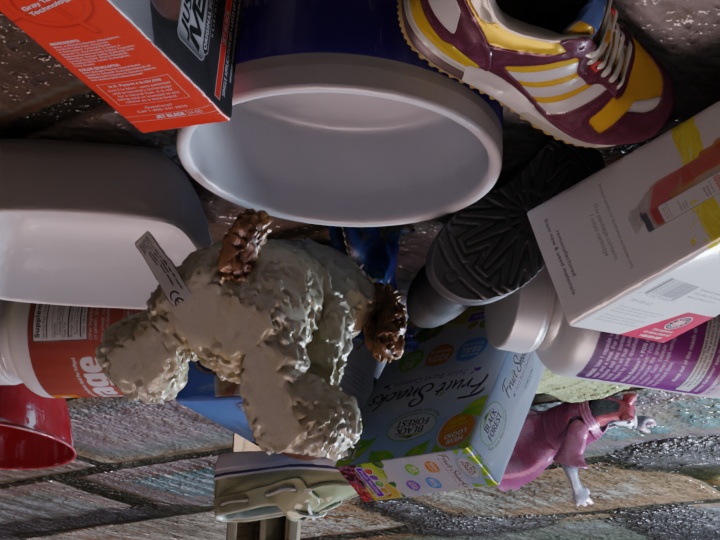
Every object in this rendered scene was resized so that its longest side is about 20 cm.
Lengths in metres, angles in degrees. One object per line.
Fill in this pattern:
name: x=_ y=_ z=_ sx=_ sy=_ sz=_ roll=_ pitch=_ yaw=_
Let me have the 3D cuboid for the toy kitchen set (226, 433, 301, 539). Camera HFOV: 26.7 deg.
toy kitchen set: x=-0.052 y=0.196 z=1.571 sx=0.162 sy=0.181 sz=0.200 roll=4 pitch=163 yaw=-4

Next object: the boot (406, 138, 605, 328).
boot: x=0.074 y=-0.006 z=1.088 sx=0.066 sy=0.165 sz=0.200 roll=52 pitch=151 yaw=0

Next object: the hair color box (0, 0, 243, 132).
hair color box: x=-0.131 y=-0.160 z=0.773 sx=0.061 sy=0.102 sz=0.200 roll=-5 pitch=158 yaw=23

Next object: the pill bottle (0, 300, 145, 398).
pill bottle: x=-0.234 y=0.056 z=1.333 sx=0.199 sy=0.113 sz=0.112 roll=-3 pitch=158 yaw=17

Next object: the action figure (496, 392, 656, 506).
action figure: x=0.215 y=0.160 z=1.598 sx=0.149 sy=0.134 sz=0.200 roll=50 pitch=133 yaw=-4

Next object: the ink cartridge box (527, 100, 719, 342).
ink cartridge box: x=0.230 y=-0.038 z=0.954 sx=0.200 sy=0.084 sz=0.145 roll=-30 pitch=156 yaw=28

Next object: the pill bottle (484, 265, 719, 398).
pill bottle: x=0.205 y=0.035 z=1.207 sx=0.199 sy=0.113 sz=0.112 roll=9 pitch=158 yaw=-15

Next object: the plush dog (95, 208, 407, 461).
plush dog: x=-0.061 y=0.023 z=1.058 sx=0.199 sy=0.161 sz=0.172 roll=17 pitch=-164 yaw=19

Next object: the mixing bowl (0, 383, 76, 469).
mixing bowl: x=-0.384 y=0.127 z=1.549 sx=0.199 sy=0.109 sz=0.200 roll=3 pitch=158 yaw=1

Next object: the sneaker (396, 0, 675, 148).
sneaker: x=0.121 y=-0.126 z=0.857 sx=0.199 sy=0.075 sz=0.090 roll=16 pitch=161 yaw=-32

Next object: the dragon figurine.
dragon figurine: x=0.000 y=0.000 z=1.167 sx=0.059 sy=0.100 sz=0.200 roll=-5 pitch=157 yaw=20

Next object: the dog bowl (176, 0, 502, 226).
dog bowl: x=-0.011 y=-0.101 z=0.938 sx=0.199 sy=0.079 sz=0.200 roll=3 pitch=159 yaw=1

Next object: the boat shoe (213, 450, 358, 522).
boat shoe: x=-0.050 y=0.194 z=1.359 sx=0.199 sy=0.062 sz=0.072 roll=-10 pitch=157 yaw=38

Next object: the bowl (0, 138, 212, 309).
bowl: x=-0.207 y=-0.036 z=1.144 sx=0.199 sy=0.075 sz=0.200 roll=3 pitch=158 yaw=2

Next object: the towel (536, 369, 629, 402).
towel: x=0.211 y=0.086 z=1.445 sx=0.148 sy=0.037 sz=0.200 roll=14 pitch=157 yaw=-27

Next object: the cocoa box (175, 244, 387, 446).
cocoa box: x=-0.054 y=0.077 z=1.327 sx=0.131 sy=0.134 sz=0.200 roll=-4 pitch=158 yaw=23

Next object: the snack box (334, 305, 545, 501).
snack box: x=0.079 y=0.096 z=1.269 sx=0.142 sy=0.200 sz=0.053 roll=-16 pitch=124 yaw=40
